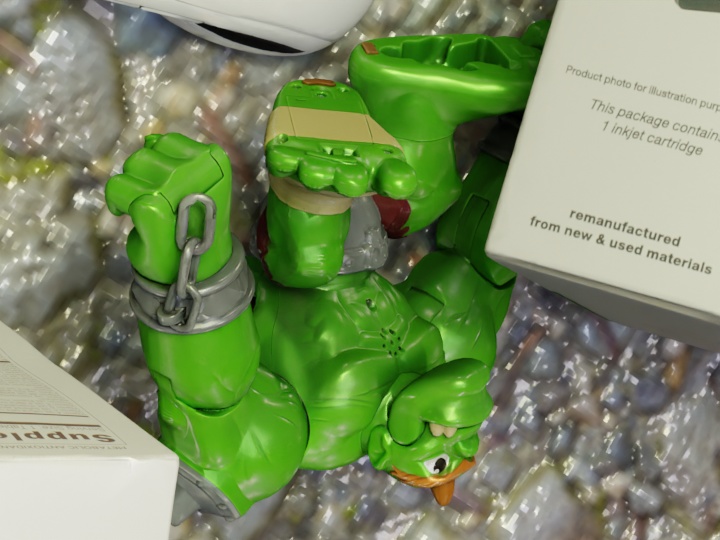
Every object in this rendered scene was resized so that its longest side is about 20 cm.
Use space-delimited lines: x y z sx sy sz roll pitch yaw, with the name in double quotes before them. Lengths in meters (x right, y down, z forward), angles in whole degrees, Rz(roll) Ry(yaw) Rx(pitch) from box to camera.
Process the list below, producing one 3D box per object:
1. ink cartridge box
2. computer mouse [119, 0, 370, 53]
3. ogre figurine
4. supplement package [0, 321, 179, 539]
"ink cartridge box" 0.118 -0.079 0.822 0.147 0.083 0.201 25 82 -69
"computer mouse" -0.068 -0.115 0.784 0.199 0.044 0.110 18 95 -29
"ogre figurine" 0.000 0.000 0.824 0.098 0.200 0.120 17 117 14
"supplement package" -0.137 0.069 0.717 0.113 0.200 0.110 3 102 -26
